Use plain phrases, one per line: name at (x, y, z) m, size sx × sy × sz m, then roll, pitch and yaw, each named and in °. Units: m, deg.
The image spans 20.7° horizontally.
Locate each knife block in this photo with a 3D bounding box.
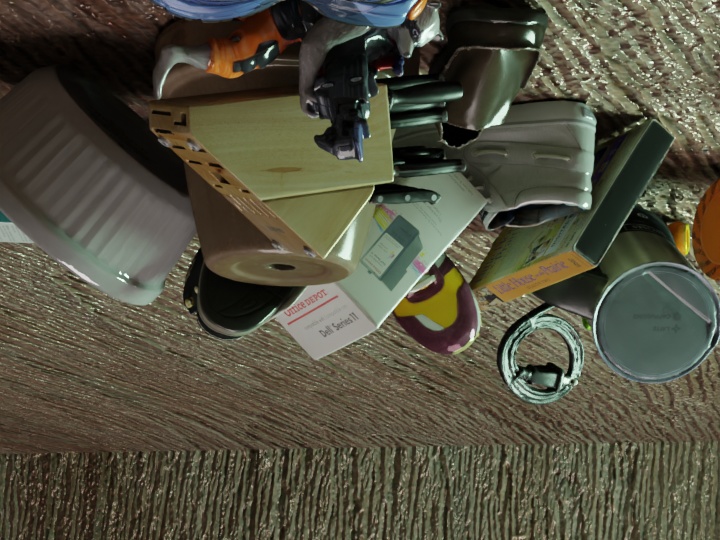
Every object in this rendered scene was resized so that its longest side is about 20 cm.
knife block at (-0.022, -0.106, 1.352) m, size 0.200 × 0.176 × 0.064 m, roll 43°, pitch 164°, yaw -28°

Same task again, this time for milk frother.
milk frother at (0.226, 0.058, 1.845) m, size 0.180 × 0.200 × 0.188 m, roll 0°, pitch -162°, yaw -3°

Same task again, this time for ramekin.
ramekin at (-0.207, -0.073, 1.522) m, size 0.094 × 0.202 × 0.202 m, roll -47°, pitch 152°, yaw 10°

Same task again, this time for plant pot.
plant pot at (-0.057, -0.085, 1.462) m, size 0.200 × 0.175 × 0.200 m, roll 2°, pitch 166°, yaw 1°

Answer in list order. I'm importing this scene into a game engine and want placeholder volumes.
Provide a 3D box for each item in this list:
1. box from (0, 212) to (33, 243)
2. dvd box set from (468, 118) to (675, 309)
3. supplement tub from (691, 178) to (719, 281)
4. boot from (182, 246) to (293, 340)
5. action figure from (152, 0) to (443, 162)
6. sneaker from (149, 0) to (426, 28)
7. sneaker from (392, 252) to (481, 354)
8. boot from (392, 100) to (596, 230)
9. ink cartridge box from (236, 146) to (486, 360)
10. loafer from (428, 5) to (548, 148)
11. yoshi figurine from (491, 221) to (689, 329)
box at (-0.371, -0.060, 1.881) m, size 0.200 × 0.049 × 0.082 m, roll 2°, pitch 168°, yaw -3°
dvd box set at (0.177, -0.045, 1.694) m, size 0.029 × 0.146 × 0.200 m, roll 39°, pitch 156°, yaw -12°
supplement tub at (0.408, -0.025, 1.783) m, size 0.200 × 0.123 × 0.123 m, roll 8°, pitch 166°, yaw -28°
boot at (-0.101, 0.007, 1.589) m, size 0.073 × 0.204 × 0.154 m, roll 25°, pitch 138°, yaw -9°
action figure at (-0.039, -0.154, 1.270) m, size 0.193 × 0.200 × 0.105 m, roll -4°, pitch 123°, yaw -7°
sneaker at (-0.049, -0.201, 1.214) m, size 0.200 × 0.075 × 0.078 m, roll -1°, pitch 154°, yaw -13°
sneaker at (0.035, -0.016, 1.720) m, size 0.075 × 0.200 × 0.090 m, roll -34°, pitch 157°, yaw 8°
boot at (0.098, -0.081, 1.631) m, size 0.200 × 0.096 × 0.074 m, roll -5°, pitch 165°, yaw 28°
ink cartridge box at (0.000, 0.000, 1.588) m, size 0.067 × 0.200 × 0.117 m, roll 47°, pitch 150°, yaw -8°
loafer at (0.093, -0.138, 1.436) m, size 0.073 × 0.071 × 0.200 m, roll 2°, pitch 167°, yaw -4°
yoshi figurine at (0.226, -0.005, 1.961) m, size 0.200 × 0.113 × 0.112 m, roll 1°, pitch 152°, yaw 12°
